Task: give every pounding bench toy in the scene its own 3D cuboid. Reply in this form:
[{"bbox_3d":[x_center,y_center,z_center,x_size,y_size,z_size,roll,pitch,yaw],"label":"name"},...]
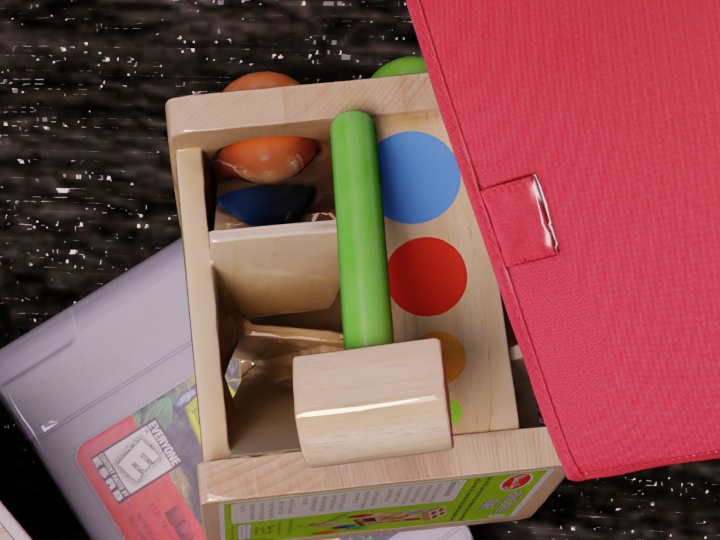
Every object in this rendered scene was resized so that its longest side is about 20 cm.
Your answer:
[{"bbox_3d":[0.000,0.000,0.704,0.123,0.200,0.157,-5,76,-4],"label":"pounding bench toy"}]

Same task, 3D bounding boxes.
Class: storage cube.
[{"bbox_3d":[0.150,-0.054,0.647,0.179,0.171,0.201,-14,96,40],"label":"storage cube"}]

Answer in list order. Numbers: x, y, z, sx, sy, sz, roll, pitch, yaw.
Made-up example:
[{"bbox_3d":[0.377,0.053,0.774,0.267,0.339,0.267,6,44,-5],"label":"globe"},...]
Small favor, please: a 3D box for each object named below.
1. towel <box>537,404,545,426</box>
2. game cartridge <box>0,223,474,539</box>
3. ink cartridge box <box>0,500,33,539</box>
[{"bbox_3d":[0.137,-0.029,0.786,0.143,0.023,0.201,6,93,12],"label":"towel"},{"bbox_3d":[-0.041,0.083,0.801,0.133,0.041,0.200,-32,79,-14],"label":"game cartridge"},{"bbox_3d":[-0.156,0.139,0.773,0.084,0.175,0.200,-43,116,-18],"label":"ink cartridge box"}]
